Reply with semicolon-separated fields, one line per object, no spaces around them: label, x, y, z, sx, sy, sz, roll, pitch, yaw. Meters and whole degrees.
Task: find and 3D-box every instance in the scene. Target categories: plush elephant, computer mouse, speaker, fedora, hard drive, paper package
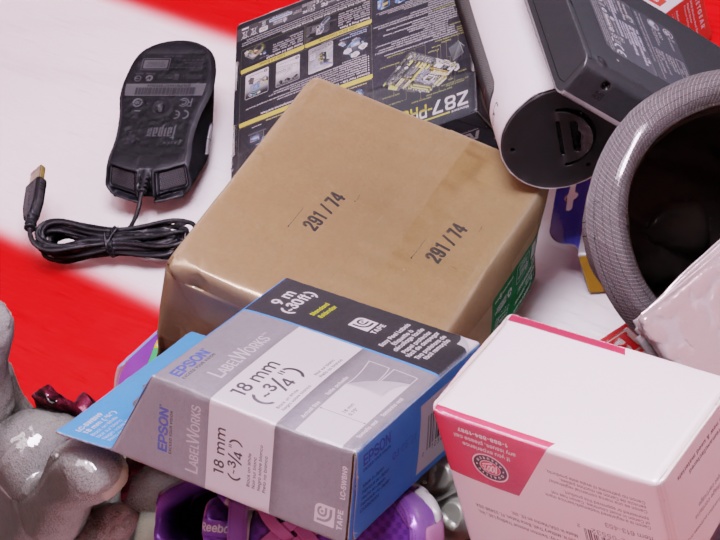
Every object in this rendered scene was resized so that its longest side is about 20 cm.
plush elephant;-0.160;0.115;1.488;0.154;0.201;0.165;-20;49;-35
computer mouse;-0.175;-0.080;1.778;0.139;0.046;0.201;-4;55;12
speaker;0.112;-0.143;1.560;0.081;0.082;0.201;-17;41;4
fedora;0.211;-0.027;1.414;0.199;0.178;0.090;-9;1;-21
hard drive;0.193;-0.119;1.508;0.033;0.199;0.140;-48;32;26
paper package;0.000;0.000;1.527;0.190;0.104;0.200;23;49;14

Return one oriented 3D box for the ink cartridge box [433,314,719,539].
ink cartridge box;0.136;0.138;1.296;0.144;0.201;0.084;17;50;35

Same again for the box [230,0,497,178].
box;0.003;-0.135;1.704;0.199;0.049;0.162;-18;50;23

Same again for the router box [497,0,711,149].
router box;0.124;-0.176;1.752;0.179;0.049;0.200;-36;43;-17

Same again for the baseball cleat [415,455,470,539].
baseball cleat;0.033;0.153;1.430;0.199;0.106;0.070;-21;73;36

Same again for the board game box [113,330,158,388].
board game box;-0.078;0.043;1.604;0.158;0.039;0.200;27;59;40

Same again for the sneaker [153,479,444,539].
sneaker;-0.043;0.151;1.367;0.199;0.088;0.081;2;81;41

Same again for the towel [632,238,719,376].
towel;0.274;0.051;1.361;0.191;0.201;0.032;-37;5;-17

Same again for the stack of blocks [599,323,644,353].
stack of blocks;0.210;0.071;1.444;0.199;0.059;0.115;-32;42;-13

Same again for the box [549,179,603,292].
box;0.227;-0.044;1.578;0.198;0.042;0.120;-5;43;21

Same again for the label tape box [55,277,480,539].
label tape box;-0.053;0.066;1.359;0.199;0.064;0.144;18;31;25
